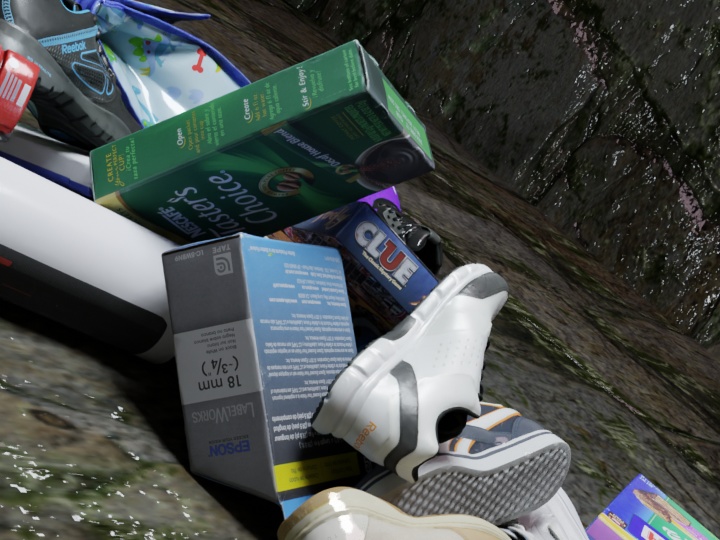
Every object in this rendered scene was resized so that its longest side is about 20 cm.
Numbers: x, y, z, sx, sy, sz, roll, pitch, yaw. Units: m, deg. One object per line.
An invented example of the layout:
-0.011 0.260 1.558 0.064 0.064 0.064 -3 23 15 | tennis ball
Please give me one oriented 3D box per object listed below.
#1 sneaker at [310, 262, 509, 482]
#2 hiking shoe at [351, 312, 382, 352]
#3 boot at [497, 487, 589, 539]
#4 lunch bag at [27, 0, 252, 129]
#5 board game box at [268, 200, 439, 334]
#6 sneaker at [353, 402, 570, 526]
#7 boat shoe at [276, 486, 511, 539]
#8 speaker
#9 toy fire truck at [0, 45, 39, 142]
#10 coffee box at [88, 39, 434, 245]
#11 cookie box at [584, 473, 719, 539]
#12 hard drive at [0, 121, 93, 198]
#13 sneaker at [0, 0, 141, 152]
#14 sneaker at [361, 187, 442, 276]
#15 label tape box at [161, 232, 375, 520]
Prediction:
0.049 0.065 0.855 0.080 0.074 0.200 37 42 11 | sneaker
0.015 0.090 1.005 0.087 0.074 0.200 45 9 25 | hiking shoe
0.112 0.186 0.937 0.095 0.074 0.200 31 12 -43 | boot
-0.188 -0.150 1.070 0.170 0.128 0.200 12 -24 46 | lunch bag
0.000 0.000 1.015 0.136 0.035 0.200 46 -11 -21 | board game box
0.048 0.136 0.883 0.200 0.079 0.079 -6 28 -45 | sneaker
0.035 0.183 0.778 0.200 0.074 0.069 22 30 -44 | boat shoe
-0.195 -0.013 0.839 0.200 0.081 0.081 28 15 -33 | speaker
-0.295 -0.122 0.818 0.141 0.049 0.200 29 -19 -31 | toy fire truck
-0.063 -0.071 0.888 0.123 0.199 0.044 43 32 -58 | coffee box
0.247 0.254 1.050 0.171 0.075 0.200 40 14 15 | cookie box
-0.225 -0.083 0.994 0.199 0.025 0.132 21 4 31 | hard drive
-0.192 -0.135 0.911 0.073 0.082 0.200 14 -14 17 | sneaker
0.035 -0.023 1.244 0.069 0.099 0.201 22 51 -36 | sneaker
-0.051 0.084 0.847 0.144 0.063 0.201 8 71 -65 | label tape box
